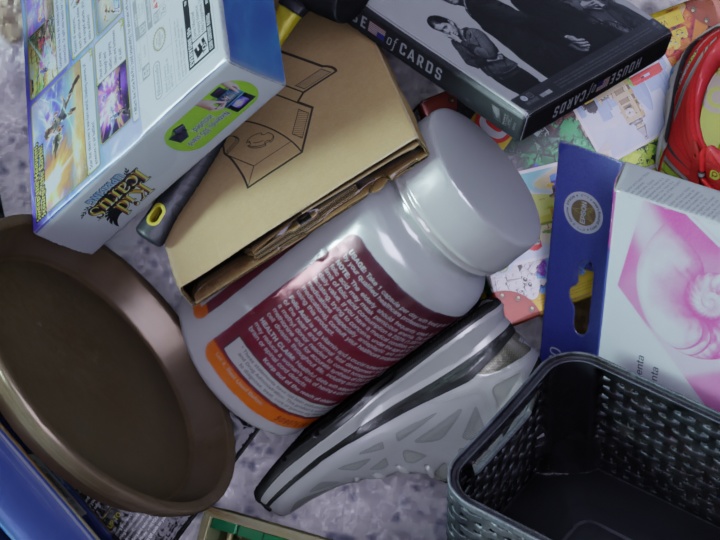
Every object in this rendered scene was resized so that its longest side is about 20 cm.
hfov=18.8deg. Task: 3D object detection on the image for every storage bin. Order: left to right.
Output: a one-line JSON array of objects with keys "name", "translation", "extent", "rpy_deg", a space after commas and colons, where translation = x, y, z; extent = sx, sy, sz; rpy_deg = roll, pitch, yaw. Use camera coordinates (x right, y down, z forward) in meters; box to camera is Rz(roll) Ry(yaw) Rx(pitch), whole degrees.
[{"name": "storage bin", "translation": [0.157, 0.147, 1.177], "extent": [0.200, 0.094, 0.135], "rpy_deg": [26, 48, 26]}]

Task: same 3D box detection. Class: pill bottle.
[{"name": "pill bottle", "translation": [0.000, 0.000, 1.275], "extent": [0.200, 0.114, 0.114], "rpy_deg": [-36, 90, 25]}]

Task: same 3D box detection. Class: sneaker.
[{"name": "sneaker", "translation": [0.036, 0.116, 1.307], "extent": [0.200, 0.076, 0.115], "rpy_deg": [-37, 94, 21]}, {"name": "sneaker", "translation": [0.204, -0.047, 1.271], "extent": [0.077, 0.085, 0.201], "rpy_deg": [4, 87, -4]}]

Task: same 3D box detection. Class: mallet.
[{"name": "mallet", "translation": [-0.074, -0.108, 1.235], "extent": [0.066, 0.041, 0.200], "rpy_deg": [41, 95, 25]}]

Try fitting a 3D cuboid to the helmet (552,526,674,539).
[{"name": "helmet", "translation": [0.162, 0.243, 1.279], "extent": [0.190, 0.200, 0.201], "rpy_deg": [12, 86, -3]}]

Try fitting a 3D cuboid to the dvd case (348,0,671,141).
[{"name": "dvd case", "translation": [0.063, -0.161, 1.284], "extent": [0.200, 0.025, 0.150], "rpy_deg": [37, 44, 23]}]

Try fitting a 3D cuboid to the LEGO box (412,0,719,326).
[{"name": "LEGO box", "translation": [0.149, -0.066, 1.349], "extent": [0.200, 0.077, 0.149], "rpy_deg": [-21, 89, -6]}]

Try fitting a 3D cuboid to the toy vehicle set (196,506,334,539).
[{"name": "toy vehicle set", "translation": [-0.023, 0.222, 1.287], "extent": [0.200, 0.026, 0.125], "rpy_deg": [11, 85, 33]}]

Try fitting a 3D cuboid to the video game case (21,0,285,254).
[{"name": "video game case", "translation": [-0.124, -0.139, 1.248], "extent": [0.045, 0.181, 0.200], "rpy_deg": [22, 45, -37]}]

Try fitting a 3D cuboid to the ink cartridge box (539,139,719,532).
[{"name": "ink cartridge box", "translation": [0.181, 0.046, 1.231], "extent": [0.200, 0.043, 0.197], "rpy_deg": [20, 124, 28]}]

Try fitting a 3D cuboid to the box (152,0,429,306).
[{"name": "box", "translation": [-0.057, -0.088, 1.274], "extent": [0.163, 0.200, 0.021], "rpy_deg": [-32, 133, 10]}]

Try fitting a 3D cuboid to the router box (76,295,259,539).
[{"name": "router box", "translation": [-0.170, 0.121, 1.324], "extent": [0.149, 0.051, 0.200], "rpy_deg": [37, 84, 0]}]

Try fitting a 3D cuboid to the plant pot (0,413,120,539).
[{"name": "plant pot", "translation": [-0.236, 0.171, 1.199], "extent": [0.180, 0.200, 0.200], "rpy_deg": [-41, 89, -6]}]

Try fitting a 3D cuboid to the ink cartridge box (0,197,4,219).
[{"name": "ink cartridge box", "translation": [-0.287, -0.029, 1.284], "extent": [0.144, 0.084, 0.200], "rpy_deg": [-13, 77, 0]}]

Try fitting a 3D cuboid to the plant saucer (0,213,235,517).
[{"name": "plant saucer", "translation": [-0.149, 0.056, 1.222], "extent": [0.029, 0.200, 0.200], "rpy_deg": [-37, 91, 23]}]
